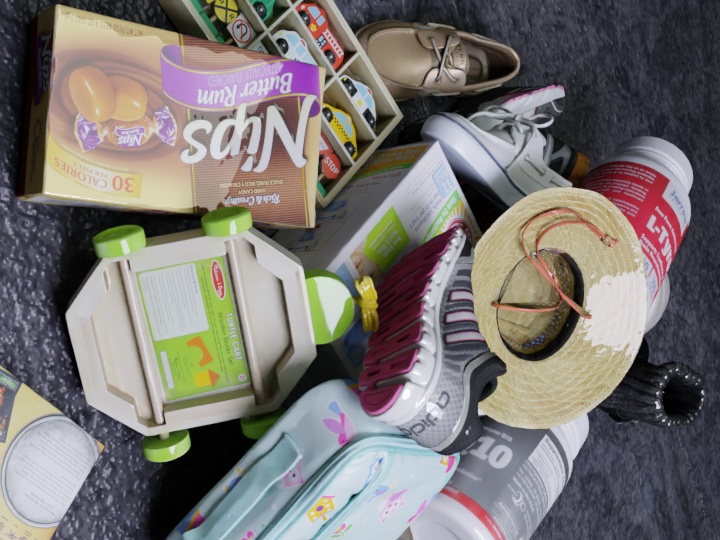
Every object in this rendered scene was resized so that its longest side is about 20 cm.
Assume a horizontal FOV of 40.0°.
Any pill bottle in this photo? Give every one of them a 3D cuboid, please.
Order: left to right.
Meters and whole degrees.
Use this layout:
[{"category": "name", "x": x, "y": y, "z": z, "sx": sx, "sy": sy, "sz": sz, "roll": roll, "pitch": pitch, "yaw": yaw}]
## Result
[{"category": "pill bottle", "x": 0.124, "y": 0.187, "z": 0.908, "sx": 0.200, "sy": 0.113, "sz": 0.115, "roll": -42, "pitch": 118, "yaw": -41}, {"category": "pill bottle", "x": 0.247, "y": -0.036, "z": 0.944, "sx": 0.200, "sy": 0.111, "sz": 0.113, "roll": -53, "pitch": 125, "yaw": -36}]

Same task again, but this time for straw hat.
[{"category": "straw hat", "x": 0.144, "y": 0.024, "z": 0.839, "sx": 0.199, "sy": 0.085, "sz": 0.203, "roll": -5, "pitch": 105, "yaw": -20}]

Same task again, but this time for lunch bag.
[{"category": "lunch bag", "x": -0.036, "y": 0.167, "z": 0.682, "sx": 0.200, "sy": 0.077, "sz": 0.160, "roll": -49, "pitch": 150, "yaw": 15}]

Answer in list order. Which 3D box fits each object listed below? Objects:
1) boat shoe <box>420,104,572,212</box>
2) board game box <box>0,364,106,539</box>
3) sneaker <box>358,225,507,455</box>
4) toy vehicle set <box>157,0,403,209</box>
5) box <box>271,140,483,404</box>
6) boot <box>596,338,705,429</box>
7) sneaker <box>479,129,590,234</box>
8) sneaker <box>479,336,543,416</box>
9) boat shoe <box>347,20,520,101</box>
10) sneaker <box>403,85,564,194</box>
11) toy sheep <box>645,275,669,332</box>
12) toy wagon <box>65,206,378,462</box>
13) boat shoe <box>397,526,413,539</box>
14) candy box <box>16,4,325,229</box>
[{"category": "boat shoe", "x": 0.132, "y": -0.105, "z": 0.862, "sx": 0.201, "sy": 0.074, "sz": 0.087, "roll": 31, "pitch": 92, "yaw": -45}, {"category": "board game box", "x": -0.253, "y": 0.103, "z": 0.554, "sx": 0.200, "sy": 0.034, "sz": 0.136, "roll": 50, "pitch": 54, "yaw": -34}, {"category": "sneaker", "x": 0.056, "y": 0.049, "z": 0.680, "sx": 0.087, "sy": 0.073, "sz": 0.201, "roll": 45, "pitch": 31, "yaw": -19}, {"category": "toy vehicle set", "x": -0.055, "y": -0.163, "z": 0.772, "sx": 0.125, "sy": 0.026, "sz": 0.201, "roll": -52, "pitch": 120, "yaw": -32}, {"category": "box", "x": 0.000, "y": 0.000, "z": 0.786, "sx": 0.200, "sy": 0.101, "sz": 0.113, "roll": -51, "pitch": 122, "yaw": -36}, {"category": "boot", "x": 0.305, "y": 0.114, "z": 1.077, "sx": 0.210, "sy": 0.157, "sz": 0.080, "roll": -20, "pitch": 103, "yaw": -46}, {"category": "sneaker", "x": 0.154, "y": -0.061, "z": 0.990, "sx": 0.077, "sy": 0.078, "sz": 0.201, "roll": 40, "pitch": 60, "yaw": -9}, {"category": "sneaker", "x": 0.112, "y": 0.064, "z": 0.917, "sx": 0.200, "sy": 0.078, "sz": 0.090, "roll": -35, "pitch": 131, "yaw": -51}, {"category": "boat shoe", "x": 0.068, "y": -0.193, "z": 0.895, "sx": 0.199, "sy": 0.064, "sz": 0.072, "roll": -12, "pitch": 97, "yaw": -45}, {"category": "sneaker", "x": 0.121, "y": -0.120, "z": 0.954, "sx": 0.199, "sy": 0.080, "sz": 0.087, "roll": -26, "pitch": 114, "yaw": -31}, {"category": "toy sheep", "x": 0.258, "y": 0.017, "z": 1.054, "sx": 0.199, "sy": 0.137, "sz": 0.140, "roll": -12, "pitch": 97, "yaw": -45}, {"category": "toy wagon", "x": -0.086, "y": 0.037, "z": 0.652, "sx": 0.198, "sy": 0.040, "sz": 0.157, "roll": -11, "pitch": 110, "yaw": -8}, {"category": "boat shoe", "x": 0.005, "y": 0.186, "z": 0.828, "sx": 0.073, "sy": 0.063, "sz": 0.203, "roll": -6, "pitch": 87, "yaw": -35}, {"category": "candy box", "x": -0.121, "y": -0.094, "z": 0.665, "sx": 0.198, "sy": 0.056, "sz": 0.118, "roll": 6, "pitch": 87, "yaw": -35}]
